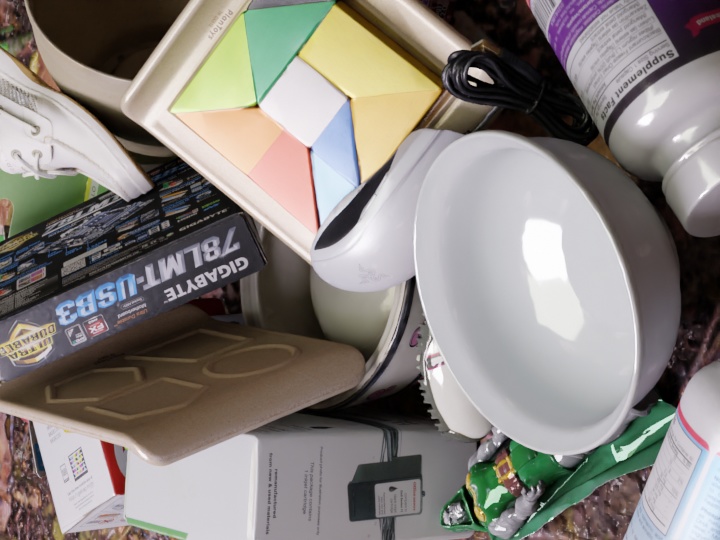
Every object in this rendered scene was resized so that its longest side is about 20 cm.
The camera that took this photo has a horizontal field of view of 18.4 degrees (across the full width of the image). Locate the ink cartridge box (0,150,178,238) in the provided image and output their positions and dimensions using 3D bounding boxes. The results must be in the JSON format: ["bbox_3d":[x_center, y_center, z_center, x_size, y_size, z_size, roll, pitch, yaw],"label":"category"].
[{"bbox_3d":[-0.206,-0.022,1.703,0.048,0.200,0.146,30,115,42],"label":"ink cartridge box"}]

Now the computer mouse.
[{"bbox_3d":[0.050,-0.050,1.397,0.200,0.110,0.044,-48,34,20],"label":"computer mouse"}]

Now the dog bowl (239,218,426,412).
[{"bbox_3d":[0.000,0.000,1.547,0.200,0.074,0.200,-9,79,53],"label":"dog bowl"}]

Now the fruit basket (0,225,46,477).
[{"bbox_3d":[-0.249,0.065,1.811,0.094,0.185,0.200,-15,85,5],"label":"fruit basket"}]

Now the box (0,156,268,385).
[{"bbox_3d":[-0.172,-0.010,1.557,0.199,0.200,0.050,-118,3,-72],"label":"box"}]

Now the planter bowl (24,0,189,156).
[{"bbox_3d":[-0.146,-0.171,1.653,0.200,0.200,0.135,58,159,30],"label":"planter bowl"}]

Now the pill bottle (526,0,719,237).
[{"bbox_3d":[0.182,-0.123,1.308,0.111,0.111,0.200,-48,58,40],"label":"pill bottle"}]

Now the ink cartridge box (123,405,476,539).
[{"bbox_3d":[-0.038,0.140,1.518,0.147,0.200,0.083,6,93,49],"label":"ink cartridge box"}]

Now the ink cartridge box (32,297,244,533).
[{"bbox_3d":[-0.139,0.088,1.631,0.084,0.200,0.176,-37,65,45],"label":"ink cartridge box"}]

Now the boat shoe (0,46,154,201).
[{"bbox_3d":[-0.233,-0.095,1.610,0.200,0.071,0.069,34,77,30],"label":"boat shoe"}]

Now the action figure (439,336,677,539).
[{"bbox_3d":[0.118,0.119,1.443,0.200,0.055,0.118,-46,48,38],"label":"action figure"}]

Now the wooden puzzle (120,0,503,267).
[{"bbox_3d":[-0.030,-0.110,1.416,0.200,0.037,0.185,38,112,-3],"label":"wooden puzzle"}]

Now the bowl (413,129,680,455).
[{"bbox_3d":[0.127,0.003,1.333,0.201,0.090,0.201,31,130,45],"label":"bowl"}]

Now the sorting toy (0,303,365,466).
[{"bbox_3d":[-0.124,0.078,1.483,0.200,0.185,0.036,15,118,49],"label":"sorting toy"}]

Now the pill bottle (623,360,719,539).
[{"bbox_3d":[0.223,0.122,1.277,0.109,0.109,0.200,41,122,40],"label":"pill bottle"}]

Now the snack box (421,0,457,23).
[{"bbox_3d":[-0.001,-0.238,1.472,0.068,0.169,0.200,36,118,43],"label":"snack box"}]

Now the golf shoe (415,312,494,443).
[{"bbox_3d":[0.093,0.024,1.453,0.088,0.077,0.200,19,107,40],"label":"golf shoe"}]
